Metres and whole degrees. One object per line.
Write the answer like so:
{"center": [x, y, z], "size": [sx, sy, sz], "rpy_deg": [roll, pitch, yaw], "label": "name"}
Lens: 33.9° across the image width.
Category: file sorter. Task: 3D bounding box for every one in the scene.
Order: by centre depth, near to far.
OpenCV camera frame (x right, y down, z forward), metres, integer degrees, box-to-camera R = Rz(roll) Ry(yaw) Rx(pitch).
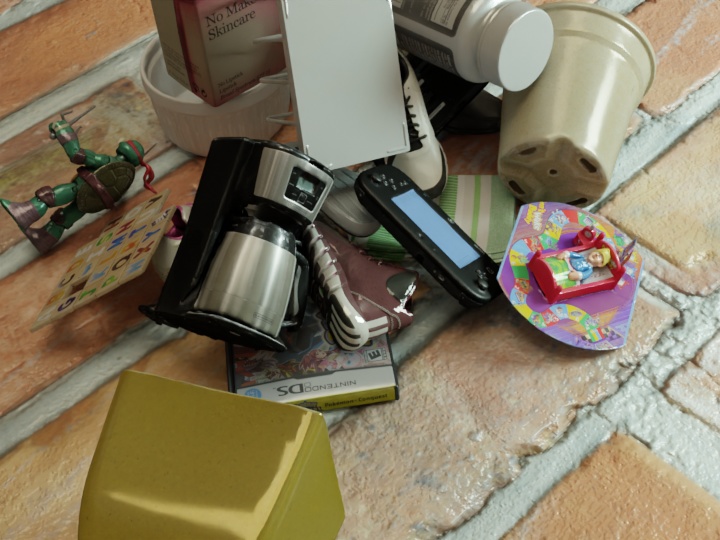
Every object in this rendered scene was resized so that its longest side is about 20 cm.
{"center": [-0.043, -0.227, 1.358], "size": [0.137, 0.203, 0.124], "rpy_deg": [-16, 15, -27], "label": "file sorter"}

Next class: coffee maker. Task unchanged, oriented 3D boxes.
{"center": [-0.137, -0.033, 1.242], "size": [0.190, 0.135, 0.203], "rpy_deg": [12, 77, 24], "label": "coffee maker"}

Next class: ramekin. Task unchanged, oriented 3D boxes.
{"center": [-0.183, -0.239, 1.551], "size": [0.197, 0.106, 0.202], "rpy_deg": [-3, 45, 3], "label": "ramekin"}

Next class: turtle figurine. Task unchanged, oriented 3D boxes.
{"center": [-0.328, -0.112, 1.415], "size": [0.200, 0.150, 0.100], "rpy_deg": [-41, 48, -14], "label": "turtle figurine"}

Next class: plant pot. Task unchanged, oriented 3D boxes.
{"center": [-0.139, 0.239, 1.032], "size": [0.193, 0.196, 0.202], "rpy_deg": [9, 53, 14], "label": "plant pot"}
{"center": [0.243, -0.183, 1.412], "size": [0.197, 0.202, 0.185], "rpy_deg": [8, 57, 13], "label": "plant pot"}

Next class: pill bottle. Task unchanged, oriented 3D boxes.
{"center": [0.120, -0.287, 1.374], "size": [0.113, 0.115, 0.199], "rpy_deg": [-35, 48, -26], "label": "pill bottle"}

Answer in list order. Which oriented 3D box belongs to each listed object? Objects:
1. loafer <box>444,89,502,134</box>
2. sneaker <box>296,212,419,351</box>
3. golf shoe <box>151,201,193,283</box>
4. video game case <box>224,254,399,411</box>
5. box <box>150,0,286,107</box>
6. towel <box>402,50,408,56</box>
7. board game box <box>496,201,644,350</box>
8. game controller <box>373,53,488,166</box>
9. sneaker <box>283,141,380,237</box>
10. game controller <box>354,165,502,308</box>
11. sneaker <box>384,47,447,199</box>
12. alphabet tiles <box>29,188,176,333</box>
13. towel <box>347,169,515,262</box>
{"center": [0.106, -0.236, 1.542], "size": [0.198, 0.073, 0.073], "rpy_deg": [22, 50, 23], "label": "loafer"}
{"center": [0.000, 0.000, 1.301], "size": [0.114, 0.076, 0.201], "rpy_deg": [-11, 51, -19], "label": "sneaker"}
{"center": [-0.164, -0.055, 1.371], "size": [0.075, 0.092, 0.200], "rpy_deg": [-11, 28, 52], "label": "golf shoe"}
{"center": [-0.060, 0.071, 1.294], "size": [0.178, 0.026, 0.202], "rpy_deg": [-8, 46, -2], "label": "video game case"}
{"center": [-0.172, -0.323, 1.416], "size": [0.127, 0.202, 0.109], "rpy_deg": [-34, 51, -25], "label": "box"}
{"center": [-0.003, -0.303, 1.560], "size": [0.191, 0.203, 0.034], "rpy_deg": [25, 14, 29], "label": "towel"}
{"center": [0.239, -0.010, 1.294], "size": [0.156, 0.039, 0.201], "rpy_deg": [26, 49, 0], "label": "board game box"}
{"center": [0.076, -0.218, 1.482], "size": [0.200, 0.042, 0.105], "rpy_deg": [-45, 75, 11], "label": "game controller"}
{"center": [-0.036, -0.083, 1.406], "size": [0.072, 0.072, 0.200], "rpy_deg": [-15, 37, -25], "label": "sneaker"}
{"center": [0.079, -0.041, 1.307], "size": [0.200, 0.042, 0.104], "rpy_deg": [46, 37, 10], "label": "game controller"}
{"center": [0.049, -0.179, 1.414], "size": [0.073, 0.080, 0.203], "rpy_deg": [-21, 76, 4], "label": "sneaker"}
{"center": [-0.280, -0.021, 1.340], "size": [0.166, 0.008, 0.201], "rpy_deg": [-26, 26, 24], "label": "alphabet tiles"}
{"center": [0.087, -0.067, 1.415], "size": [0.197, 0.024, 0.154], "rpy_deg": [1, 46, 7], "label": "towel"}
